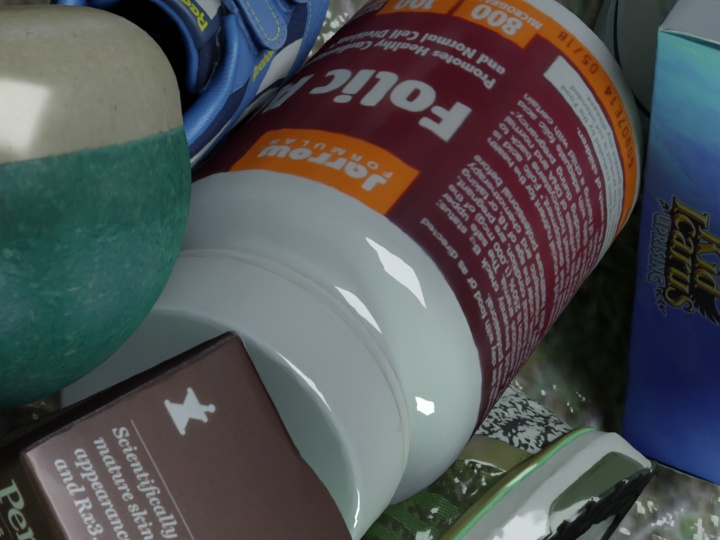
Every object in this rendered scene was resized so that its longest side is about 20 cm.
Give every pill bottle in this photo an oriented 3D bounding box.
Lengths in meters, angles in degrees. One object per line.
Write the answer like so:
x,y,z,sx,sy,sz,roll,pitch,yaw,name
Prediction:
0.000,0.000,0.814,0.114,0.114,0.200,52,40,-11,pill bottle

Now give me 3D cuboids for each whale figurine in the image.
-0.142,-0.009,0.693,0.200,0.159,0.104,-10,98,-5,whale figurine

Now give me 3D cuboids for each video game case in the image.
0.148,-0.056,0.934,0.045,0.200,0.181,19,49,19,video game case

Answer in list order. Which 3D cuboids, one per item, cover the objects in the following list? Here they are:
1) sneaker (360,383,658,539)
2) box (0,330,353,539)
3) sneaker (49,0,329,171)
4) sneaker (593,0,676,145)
-0.002,0.085,0.845,0.200,0.077,0.089,-23,57,-40,sneaker
-0.085,0.095,0.669,0.075,0.200,0.100,-28,92,-41,box
-0.054,-0.077,0.832,0.074,0.082,0.200,31,52,-2,sneaker
0.141,-0.139,1.026,0.073,0.071,0.200,27,58,-28,sneaker
